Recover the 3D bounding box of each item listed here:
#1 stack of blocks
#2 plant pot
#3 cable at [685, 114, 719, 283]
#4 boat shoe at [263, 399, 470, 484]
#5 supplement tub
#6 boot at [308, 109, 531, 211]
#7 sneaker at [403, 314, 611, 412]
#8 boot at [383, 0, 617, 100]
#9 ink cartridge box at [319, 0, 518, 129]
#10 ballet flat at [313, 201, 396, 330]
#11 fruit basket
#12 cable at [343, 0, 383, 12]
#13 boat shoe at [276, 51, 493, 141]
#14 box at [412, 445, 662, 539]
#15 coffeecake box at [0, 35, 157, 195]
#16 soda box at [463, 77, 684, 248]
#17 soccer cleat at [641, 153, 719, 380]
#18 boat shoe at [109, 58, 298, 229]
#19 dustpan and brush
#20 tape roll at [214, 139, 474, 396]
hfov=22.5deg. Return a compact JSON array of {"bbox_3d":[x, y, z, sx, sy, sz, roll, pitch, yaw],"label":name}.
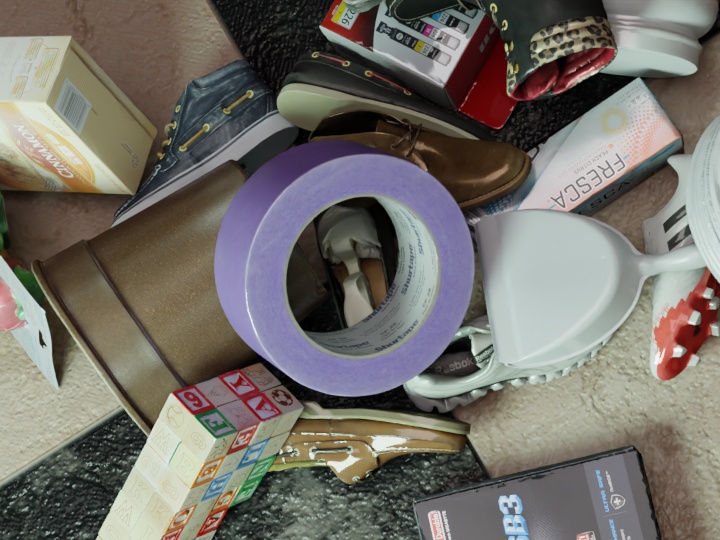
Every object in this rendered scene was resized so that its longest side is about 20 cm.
[{"bbox_3d":[-0.143,0.181,1.553,0.059,0.115,0.200,43,122,22],"label":"stack of blocks"},{"bbox_3d":[-0.148,0.019,1.578,0.198,0.200,0.200,-35,74,-5],"label":"plant pot"},{"bbox_3d":[0.363,-0.057,1.487,0.200,0.069,0.200,6,75,-20],"label":"cable"},{"bbox_3d":[-0.001,0.152,1.577,0.200,0.072,0.068,3,84,23],"label":"boat shoe"},{"bbox_3d":[0.240,-0.276,1.555,0.144,0.145,0.200,7,87,14],"label":"supplement tub"},{"bbox_3d":[0.047,-0.097,1.561,0.200,0.076,0.074,1,45,23],"label":"boot"},{"bbox_3d":[0.130,0.063,1.550,0.200,0.081,0.075,-24,74,0],"label":"sneaker"},{"bbox_3d":[0.116,-0.212,1.502,0.200,0.073,0.151,-21,68,23],"label":"boot"},{"bbox_3d":[0.092,-0.254,1.621,0.175,0.084,0.200,28,86,16],"label":"ink cartridge box"},{"bbox_3d":[0.000,0.000,1.601,0.068,0.068,0.200,-19,76,10],"label":"ballet flat"},{"bbox_3d":[-0.328,-0.003,1.626,0.094,0.185,0.200,-40,73,-21],"label":"fruit basket"},{"bbox_3d":[0.041,-0.290,1.568,0.200,0.050,0.097,-18,72,11],"label":"cable"},{"bbox_3d":[0.029,-0.142,1.619,0.201,0.074,0.063,19,56,5],"label":"boat shoe"},{"bbox_3d":[0.161,0.267,1.526,0.198,0.050,0.200,-14,76,9],"label":"box"},{"bbox_3d":[-0.310,-0.138,1.625,0.200,0.154,0.073,3,63,29],"label":"coffeecake box"},{"bbox_3d":[0.182,-0.081,1.578,0.200,0.064,0.068,-34,74,4],"label":"soda box"},{"bbox_3d":[0.273,-0.006,1.546,0.085,0.069,0.200,16,88,34],"label":"soccer cleat"},{"bbox_3d":[-0.159,-0.106,1.661,0.200,0.071,0.091,-35,71,-2],"label":"boat shoe"},{"bbox_3d":[0.205,0.000,1.505,0.200,0.057,0.140,-16,67,19],"label":"dustpan and brush"},{"bbox_3d":[-0.013,-0.003,1.486,0.200,0.085,0.200,-4,103,-21],"label":"tape roll"}]
